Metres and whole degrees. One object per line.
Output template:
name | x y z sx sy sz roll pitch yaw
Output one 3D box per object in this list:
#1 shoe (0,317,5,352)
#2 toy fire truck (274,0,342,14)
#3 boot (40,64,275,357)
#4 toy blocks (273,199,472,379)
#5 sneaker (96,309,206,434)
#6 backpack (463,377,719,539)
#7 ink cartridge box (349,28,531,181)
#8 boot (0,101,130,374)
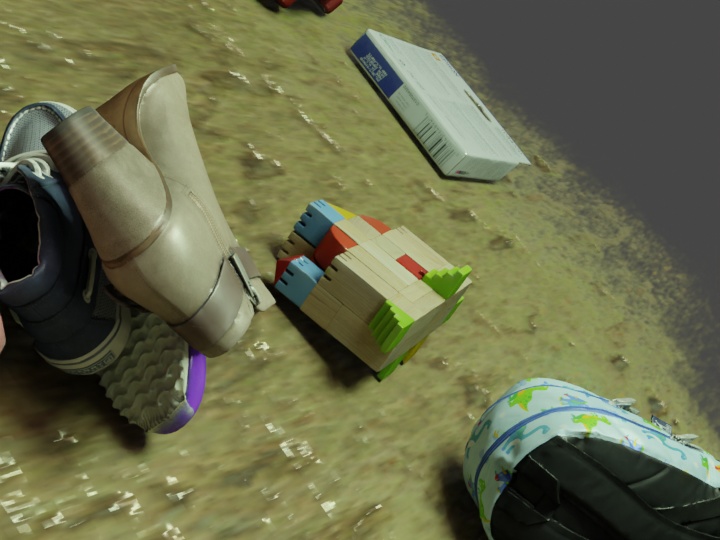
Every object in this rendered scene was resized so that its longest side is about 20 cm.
shoe | -0.252 -0.021 0.582 0.200 0.071 0.091 54 22 -1
toy fire truck | -0.095 -0.376 1.379 0.200 0.112 0.168 46 -1 -3
boot | -0.101 -0.033 0.688 0.146 0.070 0.200 53 19 -10
toy blocks | 0.000 0.000 0.965 0.137 0.100 0.200 39 21 10
sneaker | -0.111 0.018 0.756 0.099 0.070 0.200 27 31 -43
backpack | 0.169 0.167 0.912 0.200 0.163 0.154 21 26 -34
ink cartridge box | 0.098 -0.191 1.469 0.196 0.043 0.200 54 22 18
boot | -0.179 -0.043 0.696 0.090 0.073 0.200 65 1 -54
